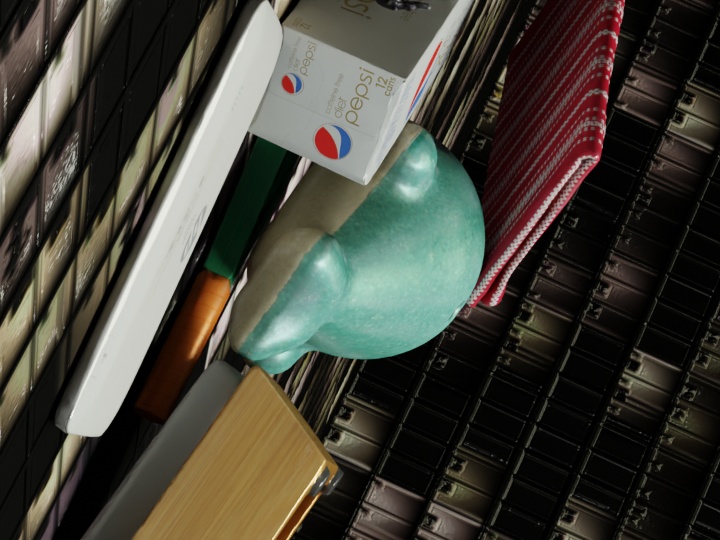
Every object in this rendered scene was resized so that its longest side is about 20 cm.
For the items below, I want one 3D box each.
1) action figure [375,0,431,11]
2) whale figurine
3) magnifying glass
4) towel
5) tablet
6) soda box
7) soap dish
[{"bbox_3d":[0.061,-0.210,1.407,0.119,0.102,0.200,92,22,-51],"label":"action figure"},{"bbox_3d":[0.000,0.000,1.499,0.159,0.104,0.200,-54,177,20],"label":"whale figurine"},{"bbox_3d":[-0.066,-0.015,1.512,0.080,0.022,0.200,102,11,-76],"label":"magnifying glass"},{"bbox_3d":[0.105,-0.090,1.574,0.145,0.022,0.200,124,-16,-47],"label":"towel"},{"bbox_3d":[-0.080,-0.020,1.293,0.130,0.014,0.200,63,52,-86],"label":"tablet"},{"bbox_3d":[0.009,-0.122,1.478,0.200,0.068,0.064,-59,172,-59],"label":"soda box"},{"bbox_3d":[-0.089,0.144,1.483,0.200,0.081,0.157,-55,175,-4],"label":"soap dish"}]
